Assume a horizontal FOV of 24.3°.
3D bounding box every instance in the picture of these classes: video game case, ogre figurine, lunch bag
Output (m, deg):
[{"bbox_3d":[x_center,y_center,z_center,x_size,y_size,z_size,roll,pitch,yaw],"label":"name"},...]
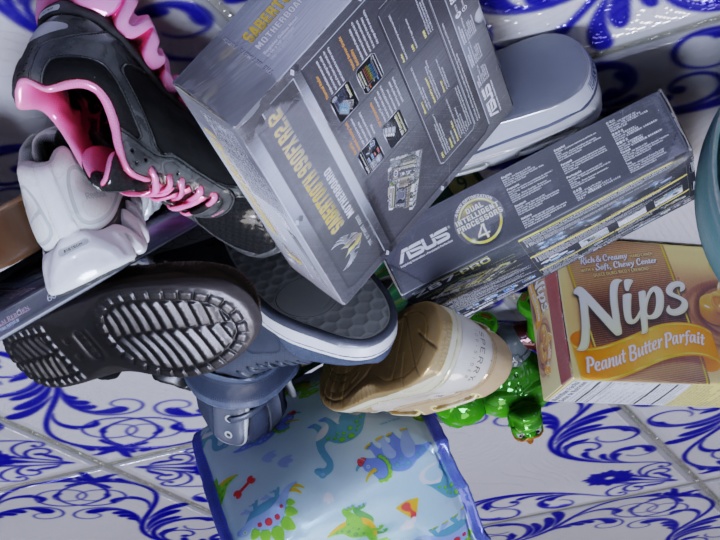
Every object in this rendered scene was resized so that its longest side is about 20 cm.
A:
[{"bbox_3d":[-0.192,0.003,1.042,0.199,0.019,0.142,-32,-166,-29],"label":"video game case"},{"bbox_3d":[0.129,0.076,1.382,0.199,0.098,0.120,-30,145,-13],"label":"ogre figurine"},{"bbox_3d":[-0.024,0.139,1.181,0.169,0.200,0.128,-25,125,-4],"label":"lunch bag"}]

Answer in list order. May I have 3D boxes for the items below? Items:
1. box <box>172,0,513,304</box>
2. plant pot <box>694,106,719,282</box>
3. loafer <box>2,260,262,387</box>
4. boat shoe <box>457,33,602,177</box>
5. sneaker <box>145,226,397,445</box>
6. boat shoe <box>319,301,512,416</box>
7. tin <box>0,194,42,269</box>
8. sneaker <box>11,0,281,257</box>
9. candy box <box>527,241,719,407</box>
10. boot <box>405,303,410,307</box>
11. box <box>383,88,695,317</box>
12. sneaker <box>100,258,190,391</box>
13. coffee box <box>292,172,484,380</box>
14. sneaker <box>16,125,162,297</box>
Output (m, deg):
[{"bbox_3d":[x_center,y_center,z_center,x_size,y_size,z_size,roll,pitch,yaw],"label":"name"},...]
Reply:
[{"bbox_3d":[0.000,-0.092,0.887,0.159,0.048,0.200,-49,151,-10],"label":"box"},{"bbox_3d":[0.292,-0.039,1.043,0.198,0.203,0.134,-1,167,-9],"label":"plant pot"},{"bbox_3d":[-0.140,0.020,1.039,0.198,0.071,0.073,-7,127,34],"label":"loafer"},{"bbox_3d":[0.052,-0.083,1.024,0.198,0.074,0.065,-11,152,16],"label":"boat shoe"},{"bbox_3d":[-0.047,0.056,1.081,0.201,0.077,0.147,21,134,39],"label":"sneaker"},{"bbox_3d":[0.032,0.064,1.070,0.069,0.075,0.200,19,170,-19],"label":"boat shoe"},{"bbox_3d":[-0.247,-0.009,1.051,0.111,0.042,0.200,-33,-173,-7],"label":"tin"},{"bbox_3d":[-0.115,-0.064,0.920,0.079,0.096,0.200,-25,122,37],"label":"sneaker"},{"bbox_3d":[0.232,0.042,1.291,0.198,0.117,0.055,3,154,-19],"label":"candy box"},{"bbox_3d":[-0.053,0.056,1.301,0.198,0.075,0.097,-12,159,-7],"label":"boot"},{"bbox_3d":[0.119,-0.034,1.076,0.198,0.050,0.161,-27,168,8],"label":"box"},{"bbox_3d":[-0.115,0.037,1.223,0.198,0.101,0.070,-12,158,17],"label":"sneaker"},{"bbox_3d":[0.000,0.000,1.153,0.122,0.044,0.200,-27,163,-32],"label":"coffee box"},{"bbox_3d":[-0.163,-0.053,0.986,0.075,0.082,0.200,-27,-164,1],"label":"sneaker"}]
